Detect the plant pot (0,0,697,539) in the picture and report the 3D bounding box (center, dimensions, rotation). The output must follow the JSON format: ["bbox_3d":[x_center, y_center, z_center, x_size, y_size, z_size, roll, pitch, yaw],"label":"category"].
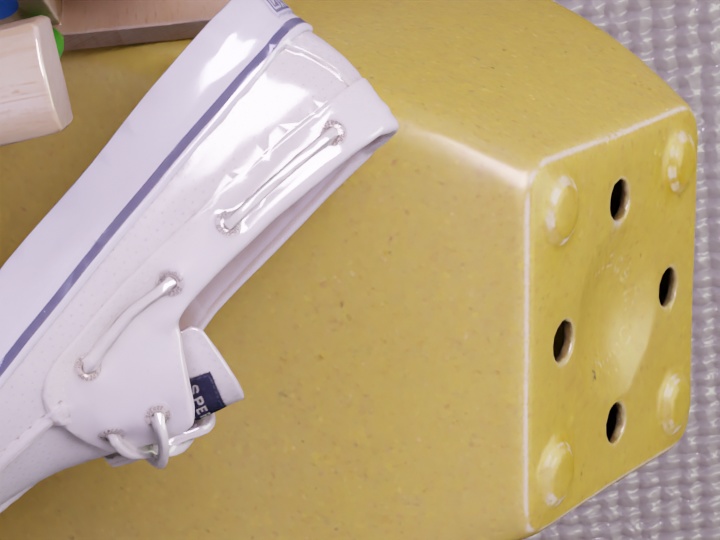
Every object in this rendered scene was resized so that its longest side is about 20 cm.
[{"bbox_3d":[0.000,0.000,0.801,0.195,0.199,0.196,-21,115,-53],"label":"plant pot"}]

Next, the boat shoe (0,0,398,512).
[{"bbox_3d":[-0.065,0.020,0.661,0.200,0.070,0.071,-51,178,-5],"label":"boat shoe"}]

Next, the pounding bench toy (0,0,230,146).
[{"bbox_3d":[-0.099,-0.105,0.670,0.156,0.123,0.202,67,19,-73],"label":"pounding bench toy"}]
